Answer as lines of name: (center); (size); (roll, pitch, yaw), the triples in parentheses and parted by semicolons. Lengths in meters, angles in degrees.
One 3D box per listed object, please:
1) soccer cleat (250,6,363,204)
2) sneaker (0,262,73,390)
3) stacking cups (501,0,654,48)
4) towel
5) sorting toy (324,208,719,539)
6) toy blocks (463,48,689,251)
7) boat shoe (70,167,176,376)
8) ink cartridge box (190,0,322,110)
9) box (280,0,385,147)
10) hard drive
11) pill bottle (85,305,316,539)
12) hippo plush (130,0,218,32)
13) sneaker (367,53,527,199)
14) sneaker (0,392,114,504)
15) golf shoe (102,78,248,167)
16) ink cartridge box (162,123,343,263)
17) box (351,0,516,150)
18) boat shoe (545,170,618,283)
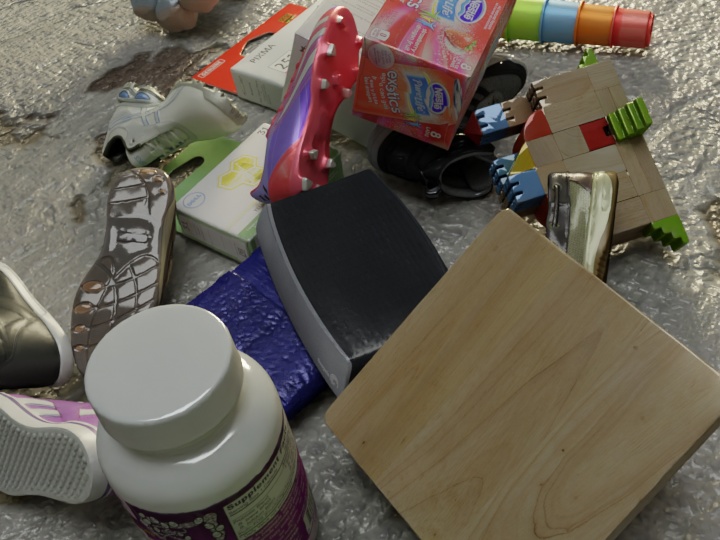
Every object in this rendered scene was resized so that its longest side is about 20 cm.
soccer cleat: (-0.051, -0.153, 0.800); (0.076, 0.067, 0.201); (4, 78, 32)
sneaker: (-0.340, 0.042, 0.741); (0.200, 0.071, 0.099); (31, 20, 35)
stacking cups: (0.230, -0.286, 0.985); (0.199, 0.061, 0.061); (10, 49, 16)
towel: (-0.045, 0.031, 0.740); (0.147, 0.050, 0.200); (35, 60, 28)
sorting toy: (0.109, 0.098, 0.579); (0.200, 0.070, 0.199); (-49, 54, 5)
toy blocks: (0.177, -0.089, 0.754); (0.136, 0.100, 0.201); (-18, 77, -6)
boat shoe: (-0.200, 0.007, 0.776); (0.074, 0.073, 0.201); (9, 69, 9)
ink cartridge box: (-0.087, -0.280, 1.053); (0.173, 0.044, 0.200); (25, 55, 29)
box: (0.019, -0.244, 0.928); (0.124, 0.098, 0.200); (28, 54, 4)
hard drive: (0.000, 0.000, 0.702); (0.134, 0.042, 0.200); (-20, 51, -12)
pill bottle: (-0.097, 0.118, 0.541); (0.112, 0.200, 0.113); (-6, 45, 6)
hippo plush: (-0.225, -0.413, 1.171); (0.200, 0.160, 0.161); (38, 31, 21)
sneaker: (0.113, -0.136, 0.852); (0.200, 0.076, 0.114); (-33, 54, -19)
sneaker: (-0.217, 0.129, 0.673); (0.200, 0.073, 0.114); (7, 13, 38)
golf shoe: (-0.201, -0.146, 0.919); (0.199, 0.078, 0.098); (6, 64, 44)
ink cartridge box: (-0.137, -0.092, 0.877); (0.199, 0.048, 0.146); (24, 56, 28)
box: (0.077, -0.223, 0.807); (0.102, 0.095, 0.200); (21, 55, 6)
boat shoe: (0.156, 0.013, 0.673); (0.065, 0.073, 0.201); (9, 66, 21)
